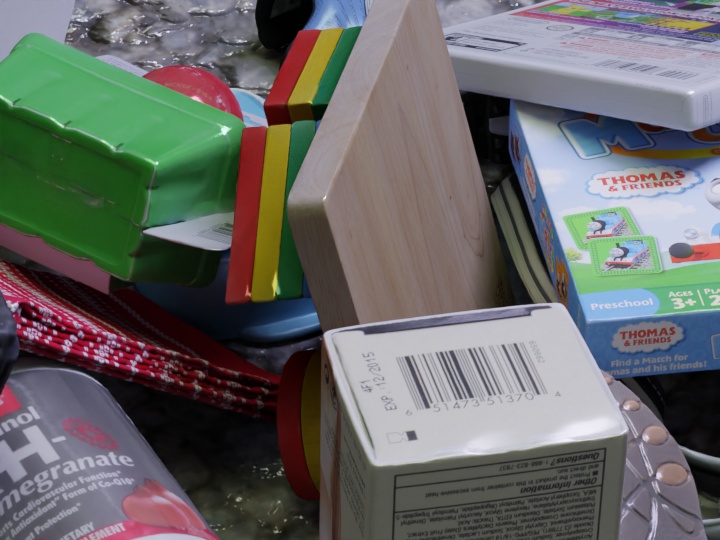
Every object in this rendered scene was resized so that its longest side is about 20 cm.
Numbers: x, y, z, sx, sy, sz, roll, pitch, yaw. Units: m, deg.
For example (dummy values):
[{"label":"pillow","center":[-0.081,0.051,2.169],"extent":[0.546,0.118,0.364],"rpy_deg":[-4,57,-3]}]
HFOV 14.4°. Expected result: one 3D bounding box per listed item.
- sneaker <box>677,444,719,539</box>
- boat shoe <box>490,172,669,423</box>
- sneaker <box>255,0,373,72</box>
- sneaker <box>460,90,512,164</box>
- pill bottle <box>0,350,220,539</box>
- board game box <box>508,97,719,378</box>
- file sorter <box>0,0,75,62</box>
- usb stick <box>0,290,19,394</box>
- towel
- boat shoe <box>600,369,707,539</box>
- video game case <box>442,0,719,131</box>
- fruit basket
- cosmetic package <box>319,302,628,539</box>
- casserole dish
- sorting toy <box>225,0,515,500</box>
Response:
[{"label":"sneaker","center":[0.183,0.122,1.208],"extent":[0.199,0.082,0.070],"rpy_deg":[17,38,20]},{"label":"boat shoe","center":[0.115,0.006,1.366],"extent":[0.062,0.075,0.200],"rpy_deg":[-30,33,8]},{"label":"sneaker","center":[-0.013,-0.164,1.595],"extent":[0.089,0.079,0.200],"rpy_deg":[4,36,0]},{"label":"sneaker","center":[0.149,-0.095,1.517],"extent":[0.199,0.067,0.091],"rpy_deg":[6,39,10]},{"label":"pill bottle","center":[-0.133,0.106,1.196],"extent":[0.110,0.111,0.200],"rpy_deg":[-17,40,-24]},{"label":"board game box","center":[0.158,-0.024,1.309],"extent":[0.151,0.037,0.200],"rpy_deg":[-5,32,-5]},{"label":"file sorter","center":[-0.236,-0.144,1.428],"extent":[0.124,0.201,0.139],"rpy_deg":[25,15,33]},{"label":"usb stick","center":[-0.185,0.091,1.147],"extent":[0.032,0.200,0.056],"rpy_deg":[10,32,-28]},{"label":"towel","center":[-0.135,0.018,1.288],"extent":[0.144,0.023,0.200],"rpy_deg":[27,4,39]},{"label":"boat shoe","center":[0.105,0.126,1.173],"extent":[0.074,0.073,0.200],"rpy_deg":[1,50,-38]},{"label":"video game case","center":[0.147,-0.109,1.407],"extent":[0.182,0.023,0.200],"rpy_deg":[-19,22,-40]},{"label":"fruit basket","center":[-0.100,-0.053,1.382],"extent":[0.185,0.094,0.200],"rpy_deg":[23,16,20]},{"label":"cosmetic package","center":[0.039,0.121,1.108],"extent":[0.103,0.201,0.087],"rpy_deg":[-6,36,-12]},{"label":"casserole dish","center":[-0.069,-0.036,1.453],"extent":[0.121,0.039,0.200],"rpy_deg":[-14,40,-19]},{"label":"sorting toy","center":[0.000,0.000,1.282],"extent":[0.069,0.201,0.199],"rpy_deg":[-4,34,19]}]
